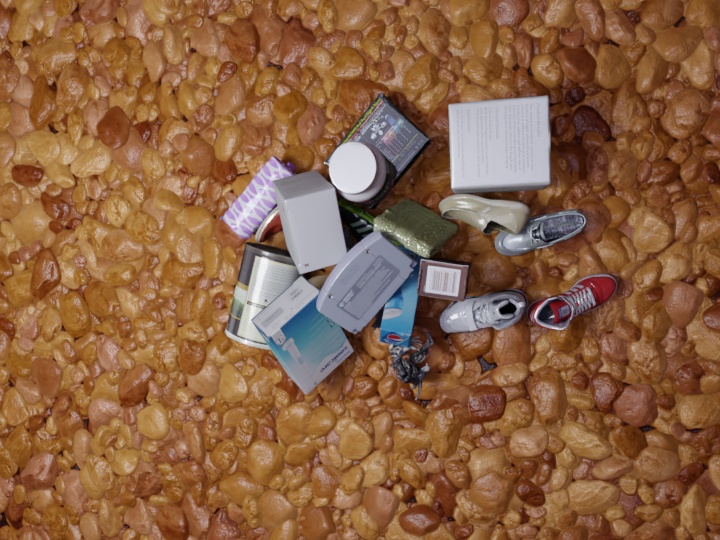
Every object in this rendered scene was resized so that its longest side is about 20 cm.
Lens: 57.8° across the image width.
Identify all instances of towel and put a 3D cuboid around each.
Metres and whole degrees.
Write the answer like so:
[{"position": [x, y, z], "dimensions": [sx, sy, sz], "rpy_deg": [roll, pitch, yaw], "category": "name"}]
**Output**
[{"position": [0.117, -0.089, 1.360], "dimensions": [0.146, 0.200, 0.037], "rpy_deg": [29, 118, 13], "category": "towel"}]

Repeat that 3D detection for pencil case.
[{"position": [-0.225, -0.162, 1.472], "dimensions": [0.084, 0.085, 0.200], "rpy_deg": [44, 99, 10], "category": "pencil case"}]

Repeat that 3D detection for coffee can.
[{"position": [-0.209, 0.055, 1.446], "dimensions": [0.142, 0.146, 0.206], "rpy_deg": [15, 95, 9], "category": "coffee can"}]

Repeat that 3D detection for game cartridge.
[{"position": [0.007, 0.023, 1.304], "dimensions": [0.132, 0.041, 0.201], "rpy_deg": [34, 103, -35], "category": "game cartridge"}]

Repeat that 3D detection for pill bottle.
[{"position": [0.002, -0.194, 1.306], "dimensions": [0.112, 0.200, 0.120], "rpy_deg": [0, 92, 11], "category": "pill bottle"}]

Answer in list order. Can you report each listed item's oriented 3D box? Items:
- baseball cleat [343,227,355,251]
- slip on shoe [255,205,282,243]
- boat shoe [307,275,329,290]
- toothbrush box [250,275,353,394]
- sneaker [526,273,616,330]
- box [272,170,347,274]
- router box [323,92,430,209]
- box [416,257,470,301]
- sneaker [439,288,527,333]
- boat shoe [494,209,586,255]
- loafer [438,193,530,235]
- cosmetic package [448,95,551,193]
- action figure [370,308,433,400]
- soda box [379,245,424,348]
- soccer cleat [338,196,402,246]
[{"position": [0.000, 0.000, 1.413], "dimensions": [0.103, 0.070, 0.206], "rpy_deg": [-6, 72, -6], "category": "baseball cleat"}, {"position": [-0.157, -0.125, 1.471], "dimensions": [0.198, 0.074, 0.062], "rpy_deg": [-38, 89, 5], "category": "slip on shoe"}, {"position": [-0.030, 0.057, 1.454], "dimensions": [0.193, 0.065, 0.074], "rpy_deg": [2, 60, 6], "category": "boat shoe"}, {"position": [-0.119, 0.140, 1.387], "dimensions": [0.146, 0.202, 0.085], "rpy_deg": [-41, 42, -14], "category": "toothbrush box"}, {"position": [0.441, 0.067, 1.344], "dimensions": [0.196, 0.112, 0.073], "rpy_deg": [-25, 88, 10], "category": "sneaker"}, {"position": [-0.106, -0.105, 1.347], "dimensions": [0.103, 0.200, 0.157], "rpy_deg": [-14, 112, -10], "category": "box"}, {"position": [0.037, -0.259, 1.431], "dimensions": [0.150, 0.062, 0.201], "rpy_deg": [43, 99, 5], "category": "router box"}, {"position": [0.175, 0.015, 1.347], "dimensions": [0.097, 0.200, 0.077], "rpy_deg": [8, 92, 9], "category": "box"}, {"position": [0.258, 0.089, 1.377], "dimensions": [0.194, 0.115, 0.077], "rpy_deg": [-16, 89, 11], "category": "sneaker"}, {"position": [0.378, -0.084, 1.371], "dimensions": [0.196, 0.071, 0.072], "rpy_deg": [-18, 89, 11], "category": "boat shoe"}, {"position": [0.255, -0.114, 1.373], "dimensions": [0.195, 0.076, 0.070], "rpy_deg": [7, 77, 25], "category": "loafer"}, {"position": [0.282, -0.249, 1.335], "dimensions": [0.194, 0.166, 0.173], "rpy_deg": [-1, 92, 11], "category": "cosmetic package"}, {"position": [0.103, 0.170, 1.412], "dimensions": [0.101, 0.119, 0.204], "rpy_deg": [-31, 81, 15], "category": "action figure"}, {"position": [0.090, 0.053, 1.373], "dimensions": [0.066, 0.065, 0.205], "rpy_deg": [10, 60, 6], "category": "soda box"}, {"position": [0.005, -0.093, 1.446], "dimensions": [0.197, 0.067, 0.082], "rpy_deg": [31, 110, 7], "category": "soccer cleat"}]
